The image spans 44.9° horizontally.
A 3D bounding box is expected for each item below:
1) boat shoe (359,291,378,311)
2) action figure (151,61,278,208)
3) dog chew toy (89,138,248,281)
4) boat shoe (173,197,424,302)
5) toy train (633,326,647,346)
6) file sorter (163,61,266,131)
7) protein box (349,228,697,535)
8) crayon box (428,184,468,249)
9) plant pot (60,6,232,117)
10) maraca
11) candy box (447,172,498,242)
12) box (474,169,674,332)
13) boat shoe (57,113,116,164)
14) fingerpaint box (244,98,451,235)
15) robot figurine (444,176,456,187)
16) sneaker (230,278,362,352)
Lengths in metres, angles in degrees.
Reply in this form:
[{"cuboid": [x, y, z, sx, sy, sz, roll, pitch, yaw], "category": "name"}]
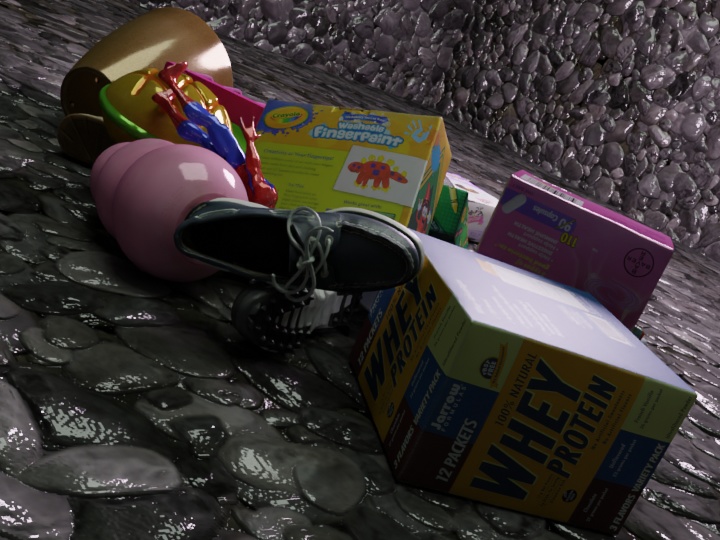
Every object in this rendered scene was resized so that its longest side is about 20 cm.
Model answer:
[{"cuboid": [0.047, 0.033, 0.899, 0.200, 0.070, 0.066, 39, -8, 26], "category": "boat shoe"}, {"cuboid": [-0.125, -0.110, 0.844, 0.052, 0.065, 0.201, -29, 79, -37], "category": "action figure"}, {"cuboid": [-0.191, -0.068, 0.824, 0.124, 0.125, 0.200, 8, 14, -42], "category": "dog chew toy"}, {"cuboid": [-0.050, -0.018, 0.692, 0.198, 0.075, 0.062, 14, 20, 10], "category": "boat shoe"}, {"cuboid": [0.285, 0.059, 1.148, 0.199, 0.086, 0.114, 34, 9, 32], "category": "toy train"}, {"cuboid": [-0.156, -0.155, 1.104, 0.199, 0.140, 0.125, 27, 15, 13], "category": "file sorter"}, {"cuboid": [0.121, 0.085, 0.724, 0.199, 0.136, 0.199, 18, 17, -18], "category": "protein box"}, {"cuboid": [0.066, -0.051, 1.043, 0.118, 0.059, 0.200, 16, -13, 11], "category": "crayon box"}, {"cuboid": [-0.300, -0.245, 1.164, 0.185, 0.187, 0.200, 26, 29, 12], "category": "plant pot"}, {"cuboid": [-0.188, -0.153, 0.950, 0.199, 0.107, 0.138, 17, 31, -33], "category": "maraca"}, {"cuboid": [0.162, -0.122, 1.559, 0.167, 0.072, 0.200, 12, 19, -36], "category": "candy box"}, {"cuboid": [0.200, 0.023, 0.915, 0.175, 0.201, 0.097, 27, 17, 11], "category": "box"}, {"cuboid": [-0.254, -0.140, 1.038, 0.199, 0.072, 0.065, 23, 14, -2], "category": "boat shoe"}, {"cuboid": [-0.024, -0.081, 0.896, 0.198, 0.168, 0.073, 9, -24, 20], "category": "fingerpaint box"}, {"cuboid": [0.059, -0.100, 1.213, 0.200, 0.125, 0.151, 31, 20, -44], "category": "robot figurine"}, {"cuboid": [-0.075, 0.023, 0.791, 0.090, 0.067, 0.200, 22, 14, 21], "category": "sneaker"}]
